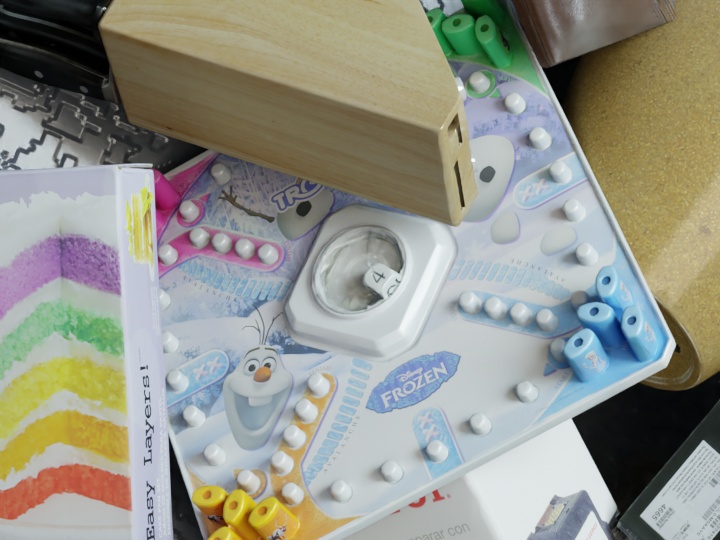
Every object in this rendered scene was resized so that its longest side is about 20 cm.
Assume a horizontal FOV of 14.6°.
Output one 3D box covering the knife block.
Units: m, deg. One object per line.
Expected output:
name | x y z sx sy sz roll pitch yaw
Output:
knife block | -0.063 -0.085 1.119 0.175 0.064 0.200 -20 54 -4

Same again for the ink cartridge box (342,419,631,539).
ink cartridge box | 0.045 0.149 1.172 0.084 0.144 0.200 -40 106 -50

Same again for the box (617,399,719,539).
box | 0.211 0.058 1.183 0.200 0.044 0.160 -50 150 5

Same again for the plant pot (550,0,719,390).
plant pot | 0.156 -0.055 1.176 0.186 0.186 0.200 45 69 -15

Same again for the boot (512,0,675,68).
boot | 0.088 -0.203 1.108 0.186 0.064 0.200 -48 120 -23

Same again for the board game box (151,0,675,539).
board game box | 0.000 0.000 1.120 0.200 0.200 0.026 -29 144 9

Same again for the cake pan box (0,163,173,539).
cake pan box | -0.174 0.052 1.103 0.199 0.052 0.185 -1 89 15
